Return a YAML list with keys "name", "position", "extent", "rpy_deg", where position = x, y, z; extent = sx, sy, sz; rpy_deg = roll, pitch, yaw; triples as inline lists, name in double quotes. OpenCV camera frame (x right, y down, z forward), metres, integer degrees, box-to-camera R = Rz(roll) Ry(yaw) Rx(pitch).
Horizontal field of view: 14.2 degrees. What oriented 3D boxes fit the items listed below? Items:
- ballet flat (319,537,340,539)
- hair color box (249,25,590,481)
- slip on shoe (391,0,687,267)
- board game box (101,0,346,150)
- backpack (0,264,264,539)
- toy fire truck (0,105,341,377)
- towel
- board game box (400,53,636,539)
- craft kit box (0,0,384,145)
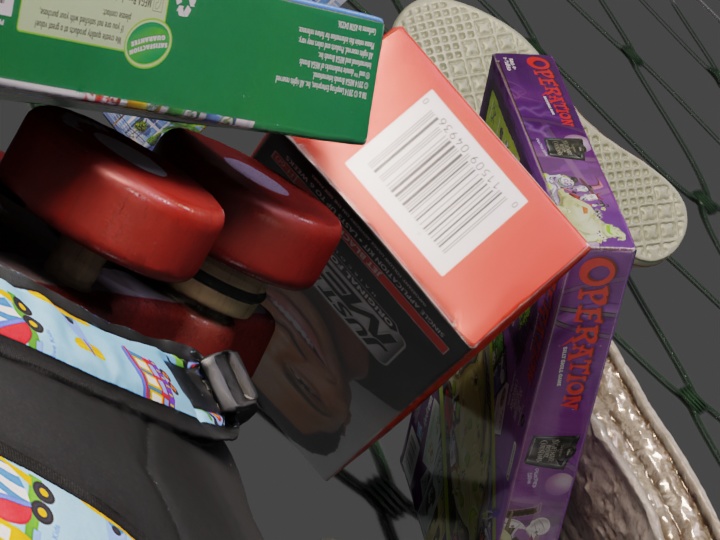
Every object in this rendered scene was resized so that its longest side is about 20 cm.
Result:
- name: "ballet flat"
  position: [0.054, 0.160, 0.992]
  extent: [0.067, 0.064, 0.200]
  rpy_deg: [18, 34, -58]
- name: "hair color box"
  position: [0.000, 0.000, 1.025]
  extent: [0.102, 0.061, 0.200]
  rpy_deg: [49, -21, 4]
- name: "slip on shoe"
  position: [0.092, -0.072, 1.597]
  extent: [0.200, 0.074, 0.061]
  rpy_deg: [39, -16, -9]
- name: "board game box"
  position: [-0.044, -0.172, 1.232]
  extent: [0.062, 0.200, 0.200]
  rpy_deg: [39, 19, -28]
- name: "backpack"
  position: [-0.108, 0.076, 0.657]
  extent: [0.200, 0.134, 0.183]
  rpy_deg: [34, 23, -41]
- name: "toy fire truck"
  position: [-0.114, -0.011, 0.904]
  extent: [0.168, 0.113, 0.200]
  rpy_deg: [35, 11, 21]
- name: "towel"
  position: [0.095, 0.116, 1.101]
  extent: [0.034, 0.133, 0.201]
  rpy_deg: [-12, 52, -24]
- name: "board game box"
  position: [0.055, 0.035, 1.071]
  extent: [0.032, 0.201, 0.120]
  rpy_deg: [3, 37, -12]
- name: "craft kit box"
  position: [-0.128, -0.076, 0.854]
  extent: [0.197, 0.049, 0.200]
  rpy_deg: [12, 3, 35]
